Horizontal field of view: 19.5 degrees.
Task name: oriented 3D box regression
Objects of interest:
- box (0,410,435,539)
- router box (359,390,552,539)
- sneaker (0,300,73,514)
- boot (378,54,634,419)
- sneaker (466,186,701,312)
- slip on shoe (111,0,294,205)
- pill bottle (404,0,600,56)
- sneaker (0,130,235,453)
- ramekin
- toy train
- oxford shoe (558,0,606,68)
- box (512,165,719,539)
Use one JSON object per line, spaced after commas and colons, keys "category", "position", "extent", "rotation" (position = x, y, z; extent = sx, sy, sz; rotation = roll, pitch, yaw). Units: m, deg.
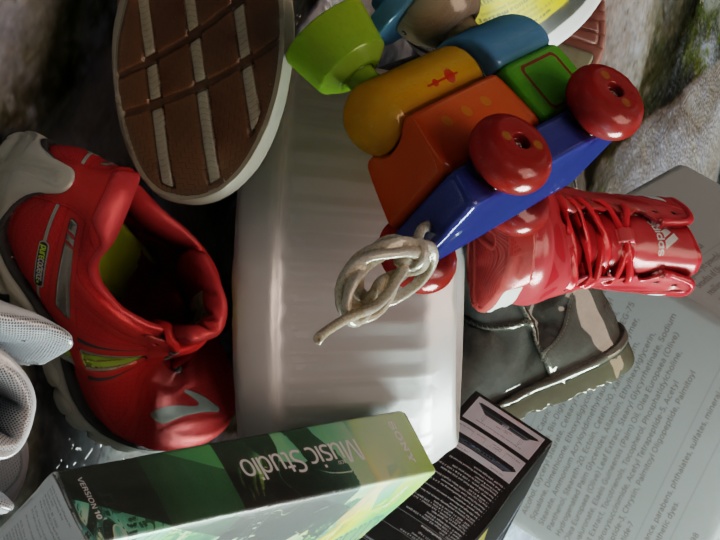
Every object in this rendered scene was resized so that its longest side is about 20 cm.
{"category": "box", "position": [-0.080, 0.117, 0.837], "extent": [0.199, 0.036, 0.144], "rotation": [-8, 150, -50]}
{"category": "router box", "position": [0.014, 0.181, 1.080], "extent": [0.157, 0.052, 0.201], "rotation": [-44, 161, -48]}
{"category": "sneaker", "position": [-0.147, 0.055, 0.731], "extent": [0.200, 0.114, 0.076], "rotation": [47, 58, -58]}
{"category": "boot", "position": [0.045, -0.013, 1.116], "extent": [0.073, 0.181, 0.201], "rotation": [-128, -166, -67]}
{"category": "sneaker", "position": [0.108, -0.021, 0.986], "extent": [0.200, 0.115, 0.079], "rotation": [-77, 167, -84]}
{"category": "slip on shoe", "position": [-0.065, -0.124, 0.862], "extent": [0.061, 0.075, 0.201], "rotation": [54, 30, -80]}
{"category": "pill bottle", "position": [0.029, -0.186, 0.903], "extent": [0.200, 0.111, 0.112], "rotation": [53, 52, -47]}
{"category": "sneaker", "position": [-0.089, 0.022, 0.867], "extent": [0.077, 0.084, 0.200], "rotation": [-65, 150, -24]}
{"category": "ramekin", "position": [0.000, 0.000, 0.949], "extent": [0.202, 0.094, 0.204], "rotation": [1, 90, -86]}
{"category": "toy train", "position": [0.012, -0.055, 0.810], "extent": [0.200, 0.116, 0.085], "rotation": [-29, 166, -47]}
{"category": "oxford shoe", "position": [0.113, -0.201, 1.237], "extent": [0.074, 0.070, 0.201], "rotation": [132, -33, -82]}
{"category": "box", "position": [0.197, 0.071, 1.305], "extent": [0.199, 0.171, 0.201], "rotation": [-26, 144, -58]}
